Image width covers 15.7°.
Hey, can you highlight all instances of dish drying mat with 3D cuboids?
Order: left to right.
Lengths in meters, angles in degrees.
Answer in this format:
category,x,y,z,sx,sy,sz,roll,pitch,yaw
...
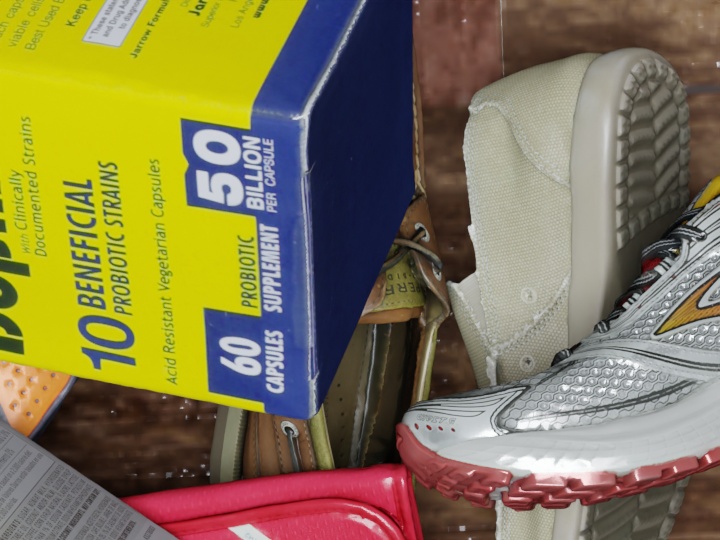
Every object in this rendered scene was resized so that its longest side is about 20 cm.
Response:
category,x,y,z,sx,sy,sz,roll,pitch,yaw
dish drying mat,-0.076,0.110,0.828,0.200,0.018,0.077,-9,104,11

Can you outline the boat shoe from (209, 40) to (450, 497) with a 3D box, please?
category,x,y,z,sx,sy,sz,roll,pitch,yaw
boat shoe,0.000,0.000,0.835,0.072,0.068,0.200,-10,111,-34

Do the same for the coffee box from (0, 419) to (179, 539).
category,x,y,z,sx,sy,sz,roll,pitch,yaw
coffee box,-0.129,0.109,0.786,0.200,0.080,0.114,33,107,-1

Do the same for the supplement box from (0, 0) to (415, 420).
category,x,y,z,sx,sy,sz,roll,pitch,yaw
supplement box,-0.093,-0.048,0.743,0.200,0.110,0.109,10,132,13

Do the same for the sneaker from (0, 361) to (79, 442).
category,x,y,z,sx,sy,sz,roll,pitch,yaw
sneaker,-0.168,0.032,0.848,0.200,0.078,0.112,-27,94,1

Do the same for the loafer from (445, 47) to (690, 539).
category,x,y,z,sx,sy,sz,roll,pitch,yaw
loafer,0.066,0.023,0.858,0.068,0.076,0.200,13,107,35

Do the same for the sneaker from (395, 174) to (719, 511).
category,x,y,z,sx,sy,sz,roll,pitch,yaw
sneaker,0.101,0.018,0.792,0.200,0.078,0.082,-19,84,-15
